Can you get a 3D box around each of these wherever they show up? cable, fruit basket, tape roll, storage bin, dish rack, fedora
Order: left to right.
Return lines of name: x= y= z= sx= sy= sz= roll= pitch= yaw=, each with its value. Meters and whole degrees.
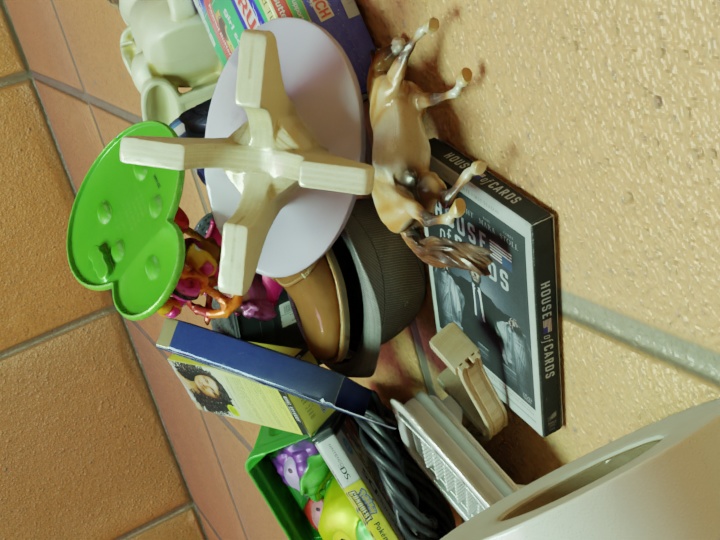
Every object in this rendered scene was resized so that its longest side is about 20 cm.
storage bin: x=-0.092 y=0.020 z=1.174 sx=0.094 sy=0.135 sz=0.200 roll=51 pitch=155 yaw=38
fruit basket: x=-0.029 y=0.270 z=1.250 sx=0.216 sy=0.155 sz=0.216 roll=-20 pitch=-90 yaw=-83
fedora: x=0.000 y=0.000 z=0.979 sx=0.177 sy=0.090 sz=0.201 roll=47 pitch=146 yaw=41
cable: x=0.036 y=0.202 z=1.067 sx=0.200 sy=0.051 sz=0.163 roll=58 pitch=-169 yaw=-41
dish rack: x=0.100 y=0.182 z=0.927 sx=0.172 sy=0.044 sz=0.200 roll=47 pitch=168 yaw=21
tape roll: x=0.157 y=0.178 z=0.613 sx=0.140 sy=0.202 sz=0.203 roll=63 pitch=160 yaw=9

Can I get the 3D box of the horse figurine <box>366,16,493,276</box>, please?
horse figurine: x=0.041 y=-0.087 z=0.782 sx=0.132 sy=0.050 sz=0.201 roll=-22 pitch=76 yaw=62

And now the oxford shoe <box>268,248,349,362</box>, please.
oxford shoe: x=-0.062 y=-0.011 z=0.909 sx=0.071 sy=0.071 sz=0.201 roll=-1 pitch=108 yaw=62

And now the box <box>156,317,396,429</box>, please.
box: x=-0.065 y=0.092 z=0.942 sx=0.199 sy=0.033 sz=0.121 roll=18 pitch=172 yaw=15

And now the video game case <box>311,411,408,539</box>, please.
video game case: x=0.021 y=0.223 z=1.122 sx=0.181 sy=0.025 sz=0.200 roll=58 pitch=-172 yaw=-1

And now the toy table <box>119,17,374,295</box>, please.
toy table: x=-0.071 y=-0.087 z=0.802 sx=0.117 sy=0.183 sz=0.201 roll=-41 pitch=-53 yaw=-74

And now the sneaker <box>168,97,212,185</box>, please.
sneaker: x=-0.122 y=-0.118 z=0.980 sx=0.082 sy=0.074 sz=0.200 roll=63 pitch=169 yaw=-8

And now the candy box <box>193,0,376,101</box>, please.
candy box: x=-0.069 y=-0.207 z=0.943 sx=0.170 sy=0.077 sz=0.200 roll=66 pitch=160 yaw=-3

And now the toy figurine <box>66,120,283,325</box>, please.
toy figurine: x=-0.129 y=-0.010 z=0.933 sx=0.184 sy=0.150 sz=0.200 roll=27 pitch=-158 yaw=-43

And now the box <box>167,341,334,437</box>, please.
box: x=-0.113 y=0.114 z=1.104 sx=0.200 sy=0.050 sz=0.075 roll=1 pitch=127 yaw=48

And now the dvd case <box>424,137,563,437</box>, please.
dvd case: x=0.100 y=0.013 z=0.836 sx=0.150 sy=0.025 sz=0.201 roll=42 pitch=150 yaw=48

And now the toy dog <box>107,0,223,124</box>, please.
toy dog: x=-0.203 y=-0.261 z=1.130 sx=0.200 sy=0.139 sz=0.194 roll=62 pitch=178 yaw=41

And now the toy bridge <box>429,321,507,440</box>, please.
toy bridge: x=0.093 y=0.108 z=0.899 sx=0.067 sy=0.027 sz=0.200 roll=47 pitch=169 yaw=23
